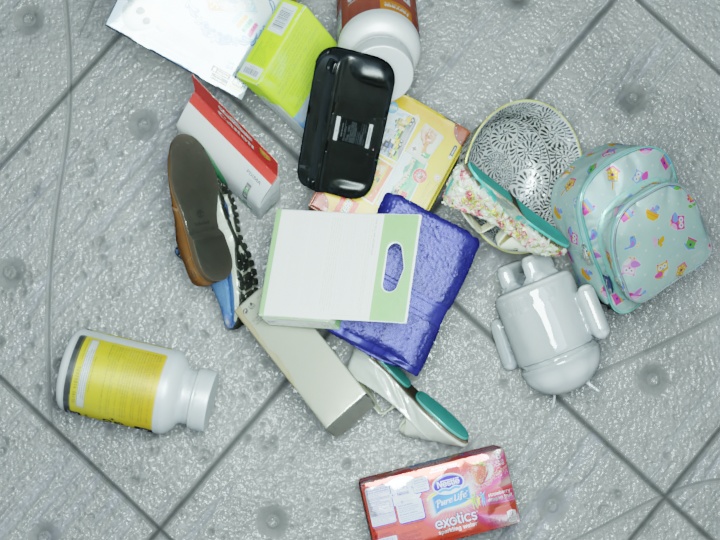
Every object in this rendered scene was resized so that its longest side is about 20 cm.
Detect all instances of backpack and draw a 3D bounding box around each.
[{"bbox_3d":[0.352,-0.064,1.495,0.174,0.153,0.202,-30,101,-10],"label":"backpack"}]

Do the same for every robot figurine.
[{"bbox_3d":[0.251,0.078,1.522,0.168,0.112,0.203,-25,85,38],"label":"robot figurine"}]

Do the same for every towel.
[{"bbox_3d":[0.052,0.017,1.480,0.146,0.050,0.202,27,87,-3],"label":"towel"}]

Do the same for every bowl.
[{"bbox_3d":[0.195,-0.129,1.536,0.198,0.094,0.205,-5,101,-29],"label":"bowl"}]

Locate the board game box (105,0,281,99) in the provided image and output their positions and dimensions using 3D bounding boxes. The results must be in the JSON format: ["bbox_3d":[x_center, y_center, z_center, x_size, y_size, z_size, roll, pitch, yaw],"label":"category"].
[{"bbox_3d":[-0.198,-0.358,1.473,0.198,0.043,0.201,27,92,-16],"label":"board game box"}]

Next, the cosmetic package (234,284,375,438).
[{"bbox_3d":[-0.072,0.116,1.499,0.073,0.104,0.201,-38,72,-4],"label":"cosmetic package"}]

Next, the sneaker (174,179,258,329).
[{"bbox_3d":[-0.200,-0.016,1.552,0.088,0.078,0.204,-16,86,15],"label":"sneaker"}]

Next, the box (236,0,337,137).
[{"bbox_3d":[-0.073,-0.258,1.529,0.047,0.200,0.123,27,84,32],"label":"box"}]

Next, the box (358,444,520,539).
[{"bbox_3d":[0.102,0.304,1.507,0.196,0.095,0.102,-14,85,-3],"label":"box"}]

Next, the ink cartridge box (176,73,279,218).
[{"bbox_3d":[-0.175,-0.157,1.494,0.050,0.200,0.161,-44,86,-8],"label":"ink cartridge box"}]

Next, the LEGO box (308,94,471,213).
[{"bbox_3d":[0.040,-0.133,1.557,0.147,0.077,0.202,30,85,3],"label":"LEGO box"}]

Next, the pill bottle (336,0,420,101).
[{"bbox_3d":[0.024,-0.314,1.509,0.110,0.113,0.202,-1,42,-1],"label":"pill bottle"}]

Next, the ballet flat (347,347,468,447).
[{"bbox_3d":[0.059,0.181,1.541,0.200,0.069,0.070,43,85,7],"label":"ballet flat"}]

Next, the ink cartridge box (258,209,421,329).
[{"bbox_3d":[-0.022,-0.001,1.434,0.196,0.048,0.148,3,71,17],"label":"ink cartridge box"}]

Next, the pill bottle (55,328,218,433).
[{"bbox_3d":[-0.293,0.152,1.506,0.196,0.112,0.114,13,84,1],"label":"pill bottle"}]

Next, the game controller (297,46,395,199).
[{"bbox_3d":[-0.020,-0.184,1.454,0.102,0.042,0.203,9,124,-5],"label":"game controller"}]

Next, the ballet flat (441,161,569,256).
[{"bbox_3d":[0.181,-0.067,1.456,0.199,0.076,0.064,34,112,-24],"label":"ballet flat"}]

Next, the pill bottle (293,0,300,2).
[{"bbox_3d":[-0.146,-0.388,1.562,0.199,0.111,0.112,-41,87,-5],"label":"pill bottle"}]

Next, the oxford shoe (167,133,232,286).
[{"bbox_3d":[-0.224,-0.076,1.487,0.070,0.071,0.204,-3,78,-38],"label":"oxford shoe"}]
